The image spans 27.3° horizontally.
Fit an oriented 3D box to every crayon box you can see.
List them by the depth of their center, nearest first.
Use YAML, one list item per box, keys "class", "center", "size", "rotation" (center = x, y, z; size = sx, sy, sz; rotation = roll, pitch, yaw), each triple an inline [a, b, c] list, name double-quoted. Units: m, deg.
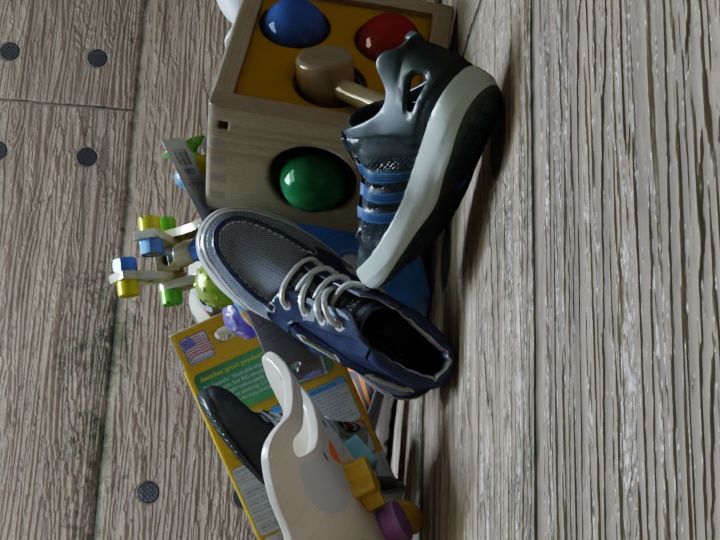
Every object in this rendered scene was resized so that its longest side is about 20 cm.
- class: "crayon box"
  center: [-0.063, 0.118, 1.244]
  size: [0.052, 0.125, 0.200]
  rotation: [-134, 21, -83]

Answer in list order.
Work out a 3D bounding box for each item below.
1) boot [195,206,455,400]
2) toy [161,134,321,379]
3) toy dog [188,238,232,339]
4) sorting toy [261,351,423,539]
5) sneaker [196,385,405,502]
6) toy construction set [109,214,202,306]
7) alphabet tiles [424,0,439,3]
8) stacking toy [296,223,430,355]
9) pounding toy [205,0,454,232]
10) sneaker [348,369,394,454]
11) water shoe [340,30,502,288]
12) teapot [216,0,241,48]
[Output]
- class: "boot"
  center: [-0.022, 0.016, 1.017]
  size: [0.073, 0.200, 0.090]
  rotation: [-58, 3, -12]
- class: "toy"
  center: [-0.101, -0.004, 1.123]
  size: [0.200, 0.047, 0.115]
  rotation: [68, -164, -1]
- class: "toy dog"
  center: [-0.076, 0.018, 1.434]
  size: [0.194, 0.200, 0.140]
  rotation: [-49, 53, 33]
- class: "sorting toy"
  center: [-0.030, 0.154, 1.017]
  size: [0.200, 0.107, 0.180]
  rotation: [-96, -15, -60]
- class: "sneaker"
  center: [-0.044, 0.138, 1.175]
  size: [0.089, 0.200, 0.074]
  rotation: [-46, 29, -1]
- class: "toy construction set"
  center: [-0.109, -0.014, 1.248]
  size: [0.200, 0.131, 0.092]
  rotation: [-18, -86, -68]
- class: "alphabet tiles"
  center: [0.026, -0.228, 1.275]
  size: [0.166, 0.006, 0.201]
  rotation: [-26, 58, 60]
- class: "stacking toy"
  center: [0.000, 0.000, 1.221]
  size: [0.200, 0.109, 0.116]
  rotation: [6, -115, -86]
- class: "pounding toy"
  center: [-0.009, -0.117, 1.057]
  size: [0.142, 0.184, 0.200]
  rotation: [98, -178, -46]
- class: "sneaker"
  center: [-0.026, 0.101, 1.336]
  size: [0.078, 0.112, 0.201]
  rotation: [-111, 27, -78]
- class: "water shoe"
  center: [0.026, -0.070, 0.927]
  size: [0.071, 0.079, 0.200]
  rotation: [-39, -15, -37]
- class: "teapot"
  center: [-0.034, -0.286, 1.213]
  size: [0.146, 0.197, 0.201]
  rotation: [33, 123, 55]
